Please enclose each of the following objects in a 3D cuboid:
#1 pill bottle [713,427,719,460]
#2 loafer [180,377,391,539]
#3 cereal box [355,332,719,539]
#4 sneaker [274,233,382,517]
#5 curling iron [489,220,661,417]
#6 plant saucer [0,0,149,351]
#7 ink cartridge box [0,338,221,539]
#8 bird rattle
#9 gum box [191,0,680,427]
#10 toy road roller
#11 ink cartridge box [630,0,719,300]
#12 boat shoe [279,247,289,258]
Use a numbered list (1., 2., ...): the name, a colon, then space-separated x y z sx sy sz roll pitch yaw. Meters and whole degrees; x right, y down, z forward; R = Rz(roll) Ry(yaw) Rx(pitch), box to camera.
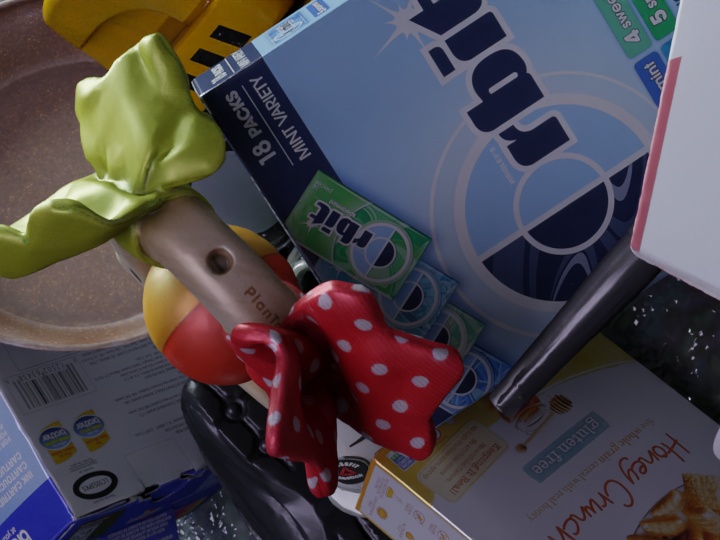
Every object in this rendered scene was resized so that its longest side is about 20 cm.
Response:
1. pill bottle: 0.236 0.112 1.074 0.200 0.109 0.109 44 123 21
2. loafer: -0.012 0.121 1.305 0.201 0.068 0.070 49 164 7
3. cereal box: 0.117 0.115 1.135 0.200 0.144 0.040 37 135 19
4. sneaker: 0.000 0.000 1.198 0.074 0.089 0.201 -13 53 14
5. curling iron: 0.129 -0.011 1.090 0.200 0.026 0.050 -42 110 3
6. plant saucer: -0.133 -0.044 1.301 0.200 0.200 0.037 43 161 22
7. ink cartridge box: -0.146 0.067 1.341 0.200 0.136 0.076 55 130 14
8. bird rattle: -0.046 0.007 1.072 0.200 0.163 0.113 35 81 7
9. gum box: 0.060 -0.059 1.105 0.200 0.045 0.170 -34 106 -1
10. toy road roller: -0.046 -0.124 1.191 0.146 0.123 0.200 36 121 -13
11. ink cartridge box: 0.204 -0.070 0.997 0.083 0.199 0.146 27 116 40
12. boat shoe: 0.014 0.061 1.259 0.199 0.069 0.085 28 116 30
